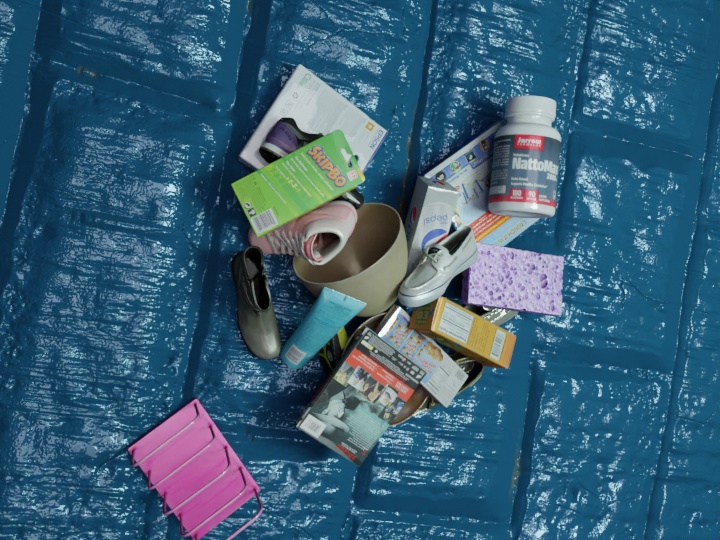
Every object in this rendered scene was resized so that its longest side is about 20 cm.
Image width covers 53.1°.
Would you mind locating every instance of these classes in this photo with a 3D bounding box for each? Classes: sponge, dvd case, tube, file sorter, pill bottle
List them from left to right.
[{"bbox_3d":[-0.268,0.342,1.184,0.138,0.125,0.201,-35,100,-12],"label":"file sorter"},{"bbox_3d":[-0.071,0.096,1.205,0.077,0.200,0.051,18,48,-24],"label":"tube"},{"bbox_3d":[0.002,0.213,1.209,0.145,0.022,0.201,36,88,-23],"label":"dvd case"},{"bbox_3d":[0.281,0.017,1.327,0.197,0.030,0.113,8,82,-18],"label":"sponge"},{"bbox_3d":[0.294,-0.200,1.285,0.118,0.119,0.203,5,89,-16],"label":"pill bottle"}]

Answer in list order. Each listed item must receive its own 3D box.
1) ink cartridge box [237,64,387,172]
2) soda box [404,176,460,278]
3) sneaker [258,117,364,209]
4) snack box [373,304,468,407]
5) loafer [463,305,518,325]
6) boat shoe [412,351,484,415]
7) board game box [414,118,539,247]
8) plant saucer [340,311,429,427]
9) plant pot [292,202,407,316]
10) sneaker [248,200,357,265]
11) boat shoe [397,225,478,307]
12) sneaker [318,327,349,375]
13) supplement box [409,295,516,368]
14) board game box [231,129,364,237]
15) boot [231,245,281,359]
[{"bbox_3d":[-0.082,-0.221,1.269,0.199,0.043,0.198,35,80,-14],"label":"ink cartridge box"},{"bbox_3d":[0.113,-0.059,1.285,0.063,0.068,0.203,9,109,-17],"label":"soda box"},{"bbox_3d":[-0.066,-0.184,1.218,0.199,0.076,0.088,33,75,-13],"label":"sneaker"},{"bbox_3d":[0.105,0.152,1.261,0.200,0.024,0.072,45,75,-23],"label":"snack box"},{"bbox_3d":[0.238,0.071,1.354,0.199,0.070,0.070,-38,120,-12],"label":"loafer"},{"bbox_3d":[0.140,0.213,1.335,0.200,0.060,0.073,-30,100,-14],"label":"boat shoe"},{"bbox_3d":[0.235,-0.146,1.359,0.199,0.056,0.197,-35,101,-13],"label":"board game box"},{"bbox_3d":[0.044,0.171,1.264,0.198,0.034,0.204,-4,97,-29],"label":"plant saucer"},{"bbox_3d":[0.000,0.000,1.239,0.199,0.200,0.135,-37,126,-12],"label":"plant pot"},{"bbox_3d":[-0.106,-0.054,1.195,0.197,0.105,0.076,-11,123,16],"label":"sneaker"},{"bbox_3d":[0.127,-0.013,1.217,0.200,0.073,0.068,-38,129,-41],"label":"boat shoe"},{"bbox_3d":[-0.023,0.166,1.288,0.076,0.075,0.203,-21,106,-25],"label":"sneaker"},{"bbox_3d":[0.180,0.107,1.258,0.199,0.066,0.070,30,73,-30],"label":"supplement box"},{"bbox_3d":[-0.099,-0.141,1.161,0.198,0.030,0.096,-27,91,2],"label":"board game box"},{"bbox_3d":[-0.173,0.060,1.203,0.067,0.130,0.203,-15,95,-15],"label":"boot"}]
